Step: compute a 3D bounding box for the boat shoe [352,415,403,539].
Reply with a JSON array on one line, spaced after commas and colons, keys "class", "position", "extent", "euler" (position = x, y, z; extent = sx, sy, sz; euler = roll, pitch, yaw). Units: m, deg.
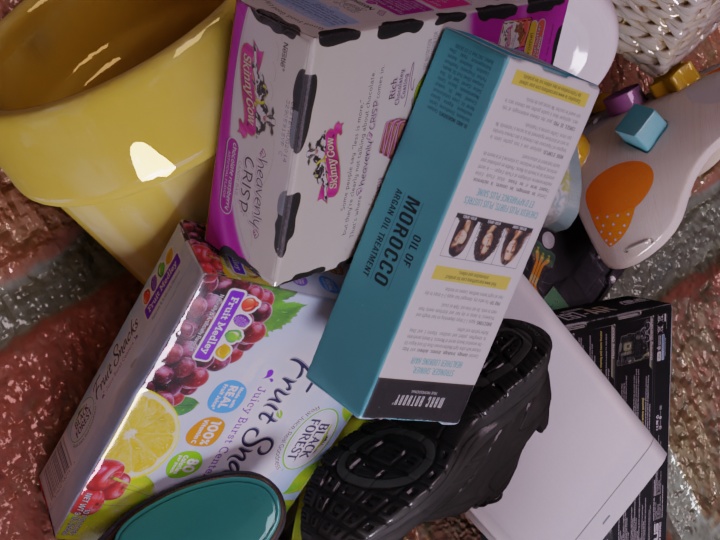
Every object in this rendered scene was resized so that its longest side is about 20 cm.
[{"class": "boat shoe", "position": [0.005, 0.147, 0.993], "extent": [0.067, 0.057, 0.200], "euler": [17, 64, 8]}]

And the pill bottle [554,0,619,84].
[{"class": "pill bottle", "position": [0.086, -0.195, 0.967], "extent": [0.113, 0.113, 0.200], "euler": [25, 33, -32]}]

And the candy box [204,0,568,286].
[{"class": "candy box", "position": [0.016, -0.083, 0.802], "extent": [0.200, 0.061, 0.137], "euler": [-17, 128, -44]}]

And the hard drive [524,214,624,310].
[{"class": "hard drive", "position": [0.112, 0.000, 1.100], "extent": [0.140, 0.038, 0.200], "euler": [51, 56, -19]}]

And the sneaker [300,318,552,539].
[{"class": "sneaker", "position": [0.050, 0.118, 0.898], "extent": [0.200, 0.076, 0.091], "euler": [-37, 132, -22]}]

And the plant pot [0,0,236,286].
[{"class": "plant pot", "position": [-0.098, -0.078, 0.869], "extent": [0.201, 0.200, 0.189], "euler": [-53, 129, -30]}]

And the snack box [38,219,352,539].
[{"class": "snack box", "position": [-0.079, 0.074, 0.857], "extent": [0.142, 0.200, 0.053], "euler": [11, 34, -36]}]

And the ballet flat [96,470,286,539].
[{"class": "ballet flat", "position": [-0.131, 0.181, 0.846], "extent": [0.200, 0.073, 0.073], "euler": [-33, 104, -14]}]

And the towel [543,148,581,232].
[{"class": "towel", "position": [0.072, -0.134, 1.046], "extent": [0.171, 0.048, 0.201], "euler": [20, 48, -32]}]

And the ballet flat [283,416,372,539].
[{"class": "ballet flat", "position": [-0.029, 0.183, 0.915], "extent": [0.067, 0.067, 0.201], "euler": [53, 42, -50]}]

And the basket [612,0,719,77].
[{"class": "basket", "position": [0.216, -0.280, 1.101], "extent": [0.198, 0.161, 0.200], "euler": [36, 53, 16]}]

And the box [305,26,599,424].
[{"class": "box", "position": [0.048, -0.019, 0.786], "extent": [0.082, 0.049, 0.201], "euler": [9, 108, -47]}]

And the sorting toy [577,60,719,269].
[{"class": "sorting toy", "position": [0.254, -0.115, 1.107], "extent": [0.107, 0.180, 0.200], "euler": [55, 33, -5]}]

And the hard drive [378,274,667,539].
[{"class": "hard drive", "position": [0.108, 0.105, 0.987], "extent": [0.132, 0.027, 0.200], "euler": [-48, 116, -14]}]

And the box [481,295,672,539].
[{"class": "box", "position": [0.157, 0.128, 1.075], "extent": [0.160, 0.043, 0.201], "euler": [-10, 103, -40]}]
